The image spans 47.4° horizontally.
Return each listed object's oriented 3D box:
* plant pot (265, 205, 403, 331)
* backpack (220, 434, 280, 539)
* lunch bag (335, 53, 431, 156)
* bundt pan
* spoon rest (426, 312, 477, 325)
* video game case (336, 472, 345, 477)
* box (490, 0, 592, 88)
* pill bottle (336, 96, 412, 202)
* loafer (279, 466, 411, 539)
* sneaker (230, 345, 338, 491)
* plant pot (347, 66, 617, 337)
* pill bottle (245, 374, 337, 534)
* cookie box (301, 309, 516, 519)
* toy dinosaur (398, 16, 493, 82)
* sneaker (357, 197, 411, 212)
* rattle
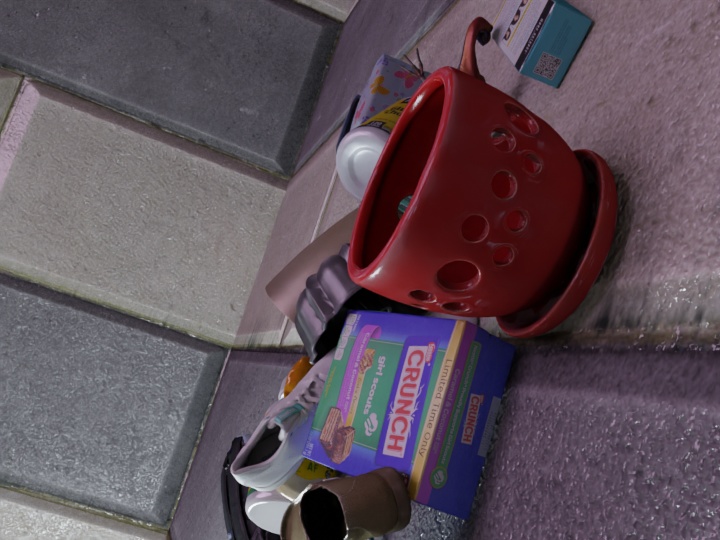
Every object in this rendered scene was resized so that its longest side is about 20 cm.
[{"bbox_3d":[0.000,0.000,1.147,0.200,0.187,0.187,-53,15,6],"label":"plant pot"},{"bbox_3d":[-0.147,0.345,1.244,0.200,0.153,0.163,59,142,27],"label":"backpack"},{"bbox_3d":[0.033,-0.251,1.460,0.200,0.127,0.170,121,167,-63],"label":"lunch bag"},{"bbox_3d":[0.003,0.030,0.986,0.076,0.202,0.202,49,128,27],"label":"bundt pan"},{"bbox_3d":[0.070,0.117,0.930,0.200,0.061,0.099,-52,19,16],"label":"spoon rest"},{"bbox_3d":[-0.025,0.265,1.142,0.182,0.023,0.200,-94,26,-60],"label":"video game case"},{"bbox_3d":[0.206,-0.287,0.965,0.200,0.049,0.082,-94,27,-61],"label":"box"},{"bbox_3d":[0.062,-0.172,1.122,0.200,0.112,0.112,-42,-12,-47],"label":"pill bottle"},{"bbox_3d":[-0.031,0.228,0.762,0.200,0.067,0.076,-44,55,47],"label":"loafer"},{"bbox_3d":[-0.064,0.160,0.903,0.200,0.075,0.089,-51,-25,-5],"label":"sneaker"},{"bbox_3d":[0.108,-0.052,0.715,0.200,0.182,0.201,-160,90,-77],"label":"plant pot"},{"bbox_3d":[-0.083,0.243,1.109,0.113,0.113,0.200,124,161,-46],"label":"pill bottle"},{"bbox_3d":[0.043,0.134,0.821,0.200,0.075,0.172,1,70,56],"label":"cookie box"},{"bbox_3d":[0.143,-0.213,1.021,0.200,0.105,0.182,44,128,38],"label":"toy dinosaur"},{"bbox_3d":[0.067,-0.144,1.307,0.200,0.074,0.088,-49,11,29],"label":"sneaker"},{"bbox_3d":[-0.030,0.219,0.946,0.143,0.130,0.200,-64,24,18],"label":"rattle"}]
